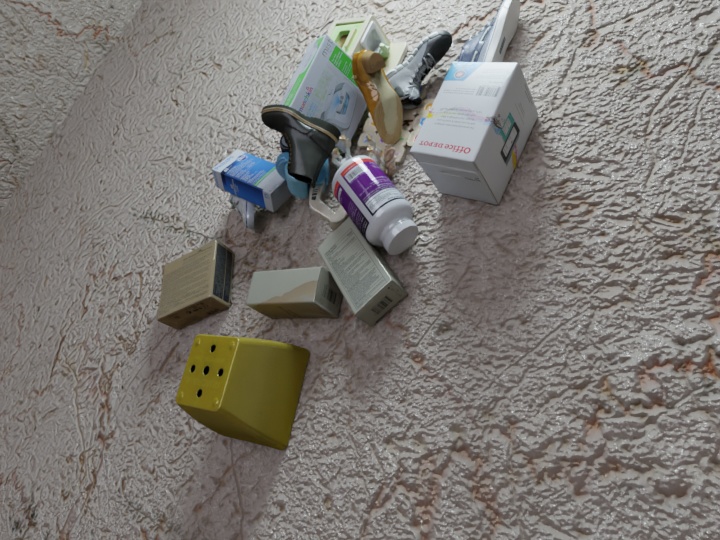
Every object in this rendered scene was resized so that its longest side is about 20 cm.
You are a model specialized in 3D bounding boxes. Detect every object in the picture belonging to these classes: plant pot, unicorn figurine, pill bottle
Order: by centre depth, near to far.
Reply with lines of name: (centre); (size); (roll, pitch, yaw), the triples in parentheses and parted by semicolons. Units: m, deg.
plant pot: (-0.247, 0.224, 1.060); (0.195, 0.176, 0.206); (-1, 65, 35)
pill bottle: (0.032, -0.130, 1.073); (0.112, 0.112, 0.202); (-41, 63, 9)
unicorn figurine: (-0.009, -0.241, 1.180); (0.196, 0.138, 0.075); (24, 70, 26)

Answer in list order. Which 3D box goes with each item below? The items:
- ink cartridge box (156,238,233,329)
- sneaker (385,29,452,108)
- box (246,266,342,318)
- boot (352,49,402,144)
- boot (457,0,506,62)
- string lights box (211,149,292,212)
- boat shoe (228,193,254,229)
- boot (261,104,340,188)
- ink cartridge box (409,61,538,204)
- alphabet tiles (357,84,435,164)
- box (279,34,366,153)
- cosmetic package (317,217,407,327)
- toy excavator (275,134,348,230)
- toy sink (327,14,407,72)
ink cartridge box: (-0.421, 0.038, 1.352); (0.196, 0.075, 0.169); (-21, 54, 27)
sneaker: (0.136, -0.431, 1.184); (0.198, 0.074, 0.118); (-33, 55, 30)
box: (-0.141, 0.050, 1.130); (0.195, 0.094, 0.080); (-5, 63, 36)
boot: (0.035, -0.396, 1.205); (0.069, 0.207, 0.144); (-19, 21, -10)
boot: (0.271, -0.502, 1.132); (0.088, 0.073, 0.205); (16, 77, 34)
string lights box: (-0.266, -0.230, 1.330); (0.196, 0.060, 0.103); (24, 52, 24)
boat shoe: (-0.311, -0.178, 1.378); (0.065, 0.075, 0.203); (-3, 42, -13)
boot: (-0.157, -0.276, 1.166); (0.195, 0.078, 0.142); (20, 79, 21)
ink cartridge box: (0.216, -0.259, 0.996); (0.144, 0.146, 0.204); (20, 78, 40)
alphabet tiles: (0.085, -0.336, 1.220); (0.191, 0.015, 0.205); (8, 72, 39)
box: (-0.082, -0.413, 1.265); (0.096, 0.175, 0.204); (9, 70, 55)
cosmetic package: (0.000, 0.000, 1.067); (0.105, 0.071, 0.202); (-41, 49, 11)
toy excavator: (-0.111, -0.196, 1.220); (0.188, 0.101, 0.206); (8, 65, 3)
toy sink: (-0.001, -0.549, 1.330); (0.197, 0.112, 0.133); (19, 78, 40)
